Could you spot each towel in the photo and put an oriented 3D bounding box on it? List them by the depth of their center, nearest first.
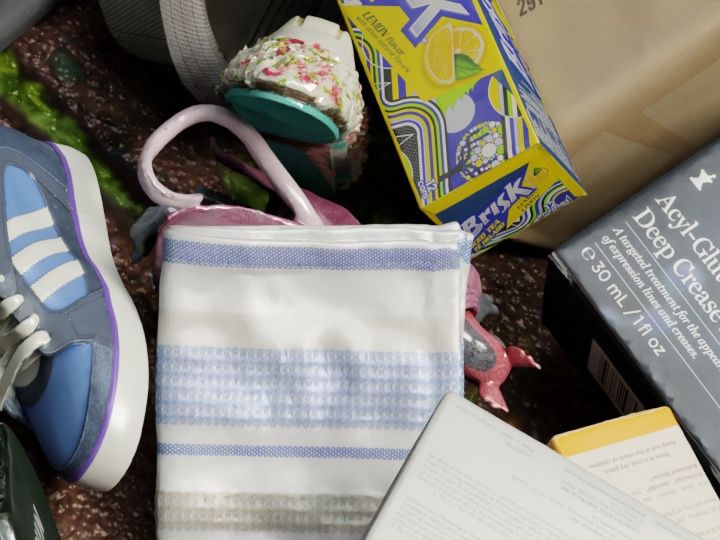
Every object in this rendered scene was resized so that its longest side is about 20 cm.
[{"bbox_3d":[-0.022,0.077,1.300,0.146,0.024,0.202,1,90,-7],"label":"towel"}]

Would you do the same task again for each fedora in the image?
[{"bbox_3d":[-0.075,-0.179,1.464,0.090,0.177,0.201,8,65,28],"label":"fedora"}]

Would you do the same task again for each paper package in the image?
[{"bbox_3d":[0.123,-0.143,1.474,0.103,0.199,0.192,21,44,-47],"label":"paper package"}]

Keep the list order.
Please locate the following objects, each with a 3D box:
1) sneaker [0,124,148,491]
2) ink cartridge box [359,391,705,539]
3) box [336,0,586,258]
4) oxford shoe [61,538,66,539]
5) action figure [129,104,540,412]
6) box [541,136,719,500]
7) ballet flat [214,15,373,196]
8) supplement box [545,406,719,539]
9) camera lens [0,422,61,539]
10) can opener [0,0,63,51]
[{"bbox_3d":[-0.185,0.009,1.304,0.146,0.081,0.201,11,46,-31],"label":"sneaker"},{"bbox_3d":[0.060,0.169,1.188,0.161,0.050,0.201,30,56,3],"label":"ink cartridge box"},{"bbox_3d":[0.039,-0.111,1.414,0.064,0.070,0.201,44,21,-54],"label":"box"},{"bbox_3d":[-0.204,0.108,1.246,0.199,0.073,0.085,15,51,-14],"label":"oxford shoe"},{"bbox_3d":[0.000,0.000,1.364,0.199,0.150,0.134,24,52,19],"label":"action figure"},{"bbox_3d":[0.211,0.012,1.393,0.199,0.107,0.149,-34,73,-11],"label":"box"},{"bbox_3d":[-0.028,-0.089,1.386,0.075,0.200,0.064,18,81,4],"label":"ballet flat"},{"bbox_3d":[0.135,0.183,1.309,0.073,0.126,0.201,-12,62,-30],"label":"supplement box"},{"bbox_3d":[-0.218,0.141,1.117,0.199,0.160,0.161,-19,62,2],"label":"camera lens"},{"bbox_3d":[-0.194,-0.137,1.423,0.053,0.067,0.200,40,51,6],"label":"can opener"}]
